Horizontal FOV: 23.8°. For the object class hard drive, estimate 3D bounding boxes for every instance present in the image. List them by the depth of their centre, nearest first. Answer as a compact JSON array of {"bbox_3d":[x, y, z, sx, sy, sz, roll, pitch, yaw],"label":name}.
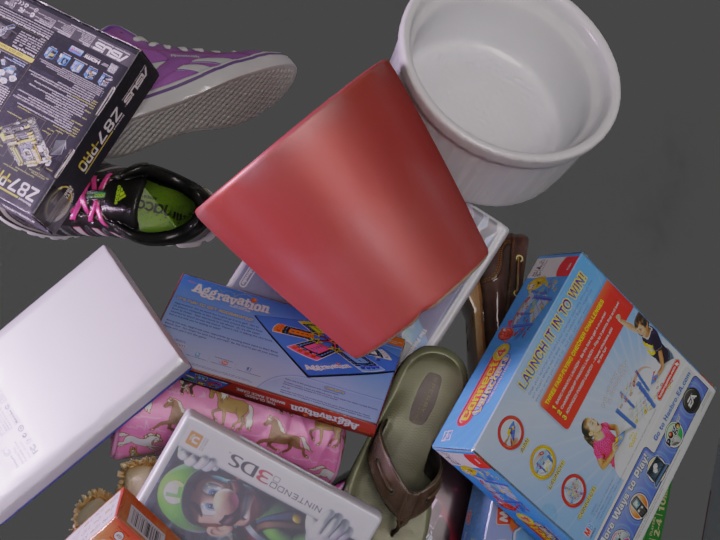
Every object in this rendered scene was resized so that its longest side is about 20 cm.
[{"bbox_3d":[-0.249,0.091,1.384,0.200,0.025,0.132,-39,64,3],"label":"hard drive"}]

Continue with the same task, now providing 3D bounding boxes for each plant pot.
[{"bbox_3d":[-0.004,-0.040,1.378,0.200,0.200,0.178,-39,94,-12],"label":"plant pot"}]

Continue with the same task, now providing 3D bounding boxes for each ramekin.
[{"bbox_3d":[0.113,-0.153,1.468,0.199,0.098,0.201,10,58,-16],"label":"ramekin"}]

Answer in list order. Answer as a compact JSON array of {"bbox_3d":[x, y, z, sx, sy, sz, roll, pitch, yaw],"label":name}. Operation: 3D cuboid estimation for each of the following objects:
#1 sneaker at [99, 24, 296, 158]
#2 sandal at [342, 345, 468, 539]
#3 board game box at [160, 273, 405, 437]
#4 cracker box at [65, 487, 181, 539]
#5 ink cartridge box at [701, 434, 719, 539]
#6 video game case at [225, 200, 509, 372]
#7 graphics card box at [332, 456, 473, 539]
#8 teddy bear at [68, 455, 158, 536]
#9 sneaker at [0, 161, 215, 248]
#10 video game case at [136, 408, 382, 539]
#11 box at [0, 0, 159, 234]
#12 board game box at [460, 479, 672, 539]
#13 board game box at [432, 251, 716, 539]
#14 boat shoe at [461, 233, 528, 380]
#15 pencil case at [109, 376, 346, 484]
[{"bbox_3d":[-0.158,-0.176,1.459,0.200,0.073,0.115,-17,60,-30],"label":"sneaker"},{"bbox_3d":[0.036,0.160,1.419,0.079,0.057,0.202,16,91,-10],"label":"sandal"},{"bbox_3d":[-0.070,0.069,1.415,0.199,0.020,0.103,17,45,5],"label":"board game box"},{"bbox_3d":[-0.209,0.286,1.332,0.200,0.058,0.134,-43,104,12],"label":"cracker box"},{"bbox_3d":[0.420,0.227,1.537,0.199,0.083,0.147,13,82,-10],"label":"ink cartridge box"},{"bbox_3d":[0.000,0.000,1.469,0.182,0.023,0.201,32,86,6],"label":"video game case"},{"bbox_3d":[0.019,0.228,1.469,0.199,0.051,0.126,-28,91,-12],"label":"graphics card box"},{"bbox_3d":[-0.149,0.241,1.416,0.200,0.067,0.145,33,98,-11],"label":"teddy bear"},{"bbox_3d":[-0.210,-0.060,1.427,0.199,0.087,0.074,8,83,-11],"label":"sneaker"},{"bbox_3d":[-0.109,0.239,1.373,0.181,0.023,0.201,29,97,-9],"label":"video game case"},{"bbox_3d":[-0.287,-0.142,1.391,0.199,0.049,0.162,27,77,24],"label":"box"},{"bbox_3d":[0.184,0.194,1.479,0.199,0.037,0.152,17,81,-32],"label":"board game box"},{"bbox_3d":[0.183,0.123,1.422,0.196,0.056,0.200,43,65,-25],"label":"board game box"},{"bbox_3d":[0.125,0.065,1.495,0.070,0.070,0.201,-2,85,-6],"label":"boat shoe"},{"bbox_3d":[-0.108,0.131,1.427,0.199,0.087,0.083,8,98,-8],"label":"pencil case"}]
